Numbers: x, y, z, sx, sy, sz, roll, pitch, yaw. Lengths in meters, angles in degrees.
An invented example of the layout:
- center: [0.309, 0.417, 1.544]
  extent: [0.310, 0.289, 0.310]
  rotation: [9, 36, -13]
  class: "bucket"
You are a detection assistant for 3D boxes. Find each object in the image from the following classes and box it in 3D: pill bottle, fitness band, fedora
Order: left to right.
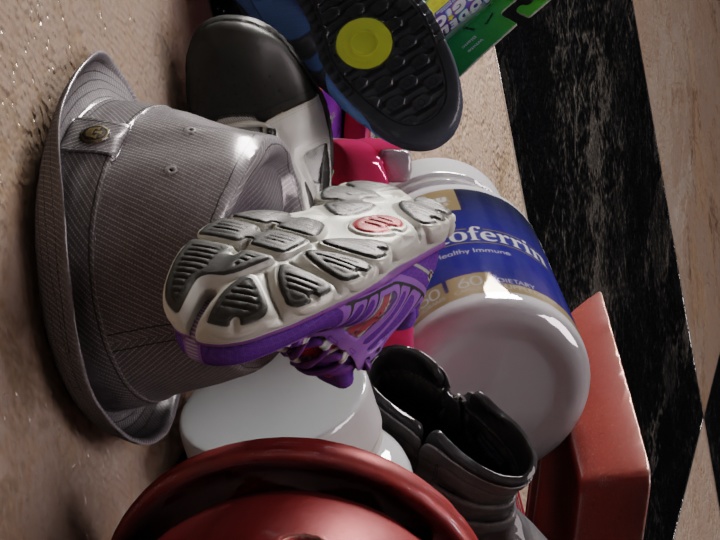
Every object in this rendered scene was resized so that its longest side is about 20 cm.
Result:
- center: [-0.078, -0.014, 1.267]
  extent: [0.200, 0.090, 0.177]
  rotation: [-65, 146, -62]
  class: "fedora"
- center: [-0.020, 0.146, 1.370]
  extent: [0.114, 0.114, 0.200]
  rotation: [-72, 152, -56]
  class: "pill bottle"
- center: [0.000, 0.000, 1.497]
  extent: [0.200, 0.037, 0.144]
  rotation: [-148, -122, -78]
  class: "fitness band"
- center: [0.057, 0.020, 1.582]
  extent: [0.200, 0.115, 0.116]
  rotation: [-109, -178, -60]
  class: "pill bottle"

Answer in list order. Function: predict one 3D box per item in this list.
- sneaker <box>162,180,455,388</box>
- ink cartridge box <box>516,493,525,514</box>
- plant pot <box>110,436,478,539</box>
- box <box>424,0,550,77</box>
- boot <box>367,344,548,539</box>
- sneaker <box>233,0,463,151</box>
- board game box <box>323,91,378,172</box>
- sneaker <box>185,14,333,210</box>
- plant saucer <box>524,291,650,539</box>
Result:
- center: [-0.016, 0.018, 1.209]
  extent: [0.200, 0.080, 0.084]
  rotation: [-18, 121, -59]
  class: "sneaker"
- center: [0.037, 0.165, 1.618]
  extent: [0.200, 0.083, 0.147]
  rotation: [-77, 156, -52]
  class: "ink cartridge box"
- center: [-0.029, 0.187, 1.170]
  extent: [0.183, 0.200, 0.201]
  rotation: [-79, 157, -56]
  class: "plant pot"
- center: [0.030, -0.196, 1.499]
  extent: [0.200, 0.117, 0.048]
  rotation: [44, -9, 34]
  class: "box"
- center: [0.070, 0.133, 1.403]
  extent: [0.070, 0.200, 0.132]
  rotation: [-52, 170, -34]
  class: "boot"
- center: [-0.013, -0.129, 1.443]
  extent: [0.200, 0.066, 0.079]
  rotation: [48, -14, 23]
  class: "sneaker"
- center: [0.014, -0.105, 1.603]
  extent: [0.158, 0.039, 0.200]
  rotation: [-69, 163, 2]
  class: "board game box"
- center: [-0.051, -0.029, 1.400]
  extent: [0.089, 0.074, 0.201]
  rotation: [-60, 140, -68]
  class: "sneaker"
- center: [0.126, 0.145, 1.591]
  extent: [0.200, 0.037, 0.201]
  rotation: [-97, -171, -60]
  class: "plant saucer"
